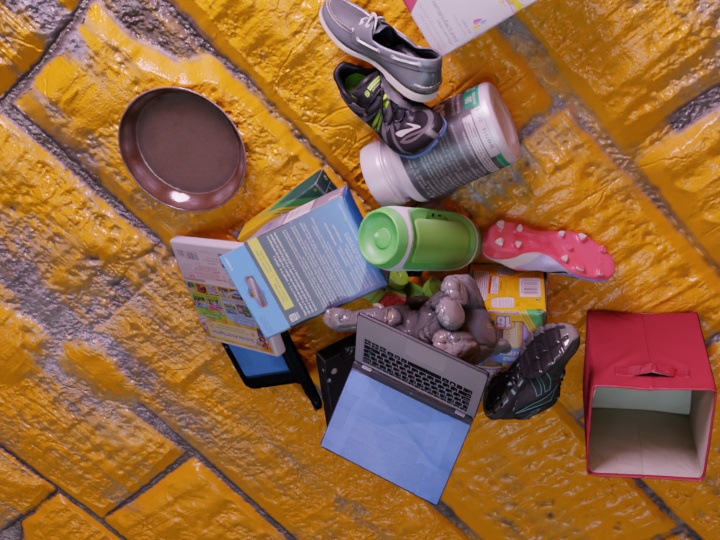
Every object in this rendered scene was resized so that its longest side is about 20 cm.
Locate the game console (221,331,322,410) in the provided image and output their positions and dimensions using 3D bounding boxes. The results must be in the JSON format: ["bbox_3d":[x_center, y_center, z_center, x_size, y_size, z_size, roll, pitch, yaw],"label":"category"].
[{"bbox_3d":[-0.165,0.140,1.419,0.115,0.176,0.202,-27,118,-5],"label":"game console"}]

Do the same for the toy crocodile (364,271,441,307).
[{"bbox_3d":[0.071,0.043,1.306,0.198,0.062,0.067,18,135,-32],"label":"toy crocodile"}]

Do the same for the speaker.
[{"bbox_3d":[0.086,-0.043,1.190,0.088,0.198,0.090,0,90,40],"label":"speaker"}]

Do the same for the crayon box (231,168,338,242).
[{"bbox_3d":[-0.096,-0.048,1.314,0.199,0.052,0.126,-31,113,29],"label":"crayon box"}]

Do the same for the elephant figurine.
[{"bbox_3d":[0.078,0.086,1.194,0.198,0.141,0.157,-20,94,35],"label":"elephant figurine"}]

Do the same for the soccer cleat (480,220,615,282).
[{"bbox_3d":[0.272,-0.023,1.254,0.197,0.068,0.077,13,157,-4],"label":"soccer cleat"}]

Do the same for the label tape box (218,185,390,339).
[{"bbox_3d":[-0.077,-0.011,1.211,0.198,0.063,0.146,-24,108,13],"label":"label tape box"}]

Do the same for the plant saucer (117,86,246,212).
[{"bbox_3d":[-0.260,-0.182,1.271,0.197,0.035,0.203,6,125,8],"label":"plant saucer"}]

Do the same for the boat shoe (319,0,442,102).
[{"bbox_3d":[0.028,-0.294,1.074,0.200,0.072,0.062,44,147,19],"label":"boat shoe"}]

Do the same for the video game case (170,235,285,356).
[{"bbox_3d":[-0.210,0.037,1.340,0.198,0.023,0.184,7,121,46],"label":"video game case"}]

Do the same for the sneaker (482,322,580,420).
[{"bbox_3d":[0.254,0.147,1.218,0.078,0.076,0.201,20,132,-19],"label":"sneaker"}]

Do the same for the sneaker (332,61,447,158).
[{"bbox_3d":[0.030,-0.210,1.102,0.071,0.199,0.083,-51,144,3],"label":"sneaker"}]

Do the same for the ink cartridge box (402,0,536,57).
[{"bbox_3d":[0.143,-0.373,1.024,0.198,0.086,0.148,-25,115,27],"label":"ink cartridge box"}]

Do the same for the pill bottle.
[{"bbox_3d":[0.106,-0.162,1.156,0.198,0.114,0.114,-22,117,24],"label":"pill bottle"}]

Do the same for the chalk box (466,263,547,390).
[{"bbox_3d":[0.218,0.106,1.305,0.122,0.125,0.203,3,123,10],"label":"chalk box"}]

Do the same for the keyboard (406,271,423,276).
[{"bbox_3d":[0.000,0.000,1.300,0.197,0.021,0.128,1,143,-12],"label":"keyboard"}]

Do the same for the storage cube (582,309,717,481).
[{"bbox_3d":[0.421,0.184,1.278,0.168,0.181,0.202,0,125,12],"label":"storage cube"}]

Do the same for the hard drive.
[{"bbox_3d":[0.002,0.193,1.416,0.138,0.038,0.203,-24,125,-23],"label":"hard drive"}]

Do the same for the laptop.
[{"bbox_3d":[0.052,0.186,1.135,0.185,0.117,0.201,24,148,13],"label":"laptop"}]
